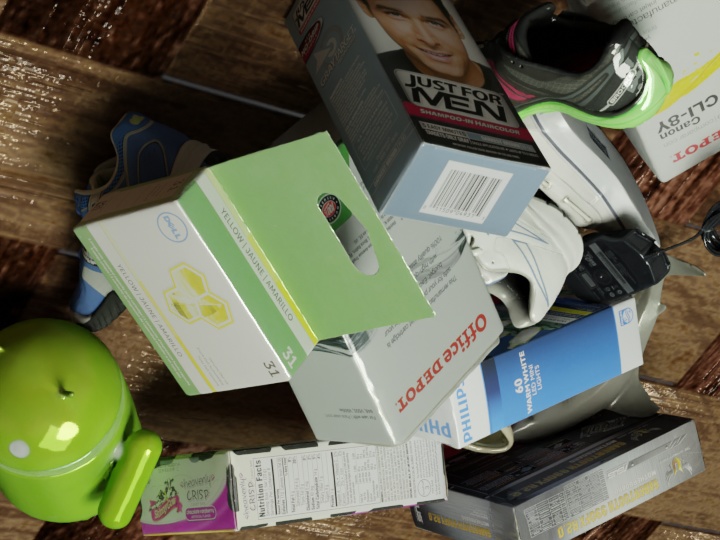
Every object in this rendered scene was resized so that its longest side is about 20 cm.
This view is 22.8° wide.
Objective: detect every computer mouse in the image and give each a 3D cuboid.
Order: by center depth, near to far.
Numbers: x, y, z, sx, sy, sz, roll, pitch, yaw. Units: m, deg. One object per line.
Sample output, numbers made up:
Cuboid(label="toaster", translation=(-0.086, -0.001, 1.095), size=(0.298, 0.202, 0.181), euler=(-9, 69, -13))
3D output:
Cuboid(label="computer mouse", translation=(0.226, -0.023, 1.317), size=(0.199, 0.034, 0.059), euler=(-22, 114, 45))

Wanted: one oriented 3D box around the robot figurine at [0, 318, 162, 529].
Cuboid(label="robot figurine", translation=(-0.221, 0.109, 1.289), size=(0.116, 0.175, 0.200), euler=(-55, 163, -22))

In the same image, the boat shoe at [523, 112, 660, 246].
Cuboid(label="boat shoe", translation=(0.162, -0.067, 1.347), size=(0.065, 0.072, 0.200), euler=(-28, 142, 19))

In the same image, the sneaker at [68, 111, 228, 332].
Cuboid(label="sneaker", translation=(-0.162, -0.034, 1.238), size=(0.077, 0.076, 0.200), euler=(36, 130, -1))

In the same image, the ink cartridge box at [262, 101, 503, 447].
Cuboid(label="ink cartridge box", translation=(0.000, 0.000, 1.224), size=(0.147, 0.083, 0.201), euler=(-42, 118, -38))

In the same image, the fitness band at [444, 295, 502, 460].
Cuboid(label="fitness band", translation=(0.057, 0.096, 1.488), size=(0.143, 0.038, 0.200), euler=(28, 116, -39))

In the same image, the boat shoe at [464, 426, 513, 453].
Cuboid(label="boat shoe", translation=(0.040, 0.096, 1.411), size=(0.199, 0.063, 0.071), euler=(22, 122, -34))

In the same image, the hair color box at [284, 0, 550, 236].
Cuboid(label="hair color box", translation=(0.033, -0.114, 1.138), size=(0.099, 0.201, 0.061), euler=(9, 128, -32))

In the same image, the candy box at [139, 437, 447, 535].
Cuboid(label="candy box", translation=(-0.051, 0.161, 1.360), size=(0.199, 0.061, 0.136), euler=(-1, 173, -37))

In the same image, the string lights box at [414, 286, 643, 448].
Cuboid(label="string lights box", translation=(0.110, 0.070, 1.361), size=(0.199, 0.102, 0.059), euler=(-20, 107, -36))

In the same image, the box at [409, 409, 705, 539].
Cuboid(label="box", translation=(0.161, 0.170, 1.488), size=(0.199, 0.158, 0.049), euler=(-21, 104, -30))

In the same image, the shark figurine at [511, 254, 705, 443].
Cuboid(label="shark figurine", translation=(0.226, 0.074, 1.496), size=(0.215, 0.089, 0.128), euler=(-54, 152, 17))

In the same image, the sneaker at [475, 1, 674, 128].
Cuboid(label="sneaker", translation=(0.113, -0.143, 1.192), size=(0.199, 0.077, 0.084), euler=(1, 139, 37))

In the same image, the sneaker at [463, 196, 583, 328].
Cuboid(label="sneaker", translation=(0.082, -0.038, 1.289), size=(0.200, 0.087, 0.074), euler=(38, 142, -21))

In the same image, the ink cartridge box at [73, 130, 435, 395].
Cuboid(label="ink cartridge box", translation=(-0.069, 0.001, 1.126), size=(0.199, 0.048, 0.146), euler=(-11, 120, 42))

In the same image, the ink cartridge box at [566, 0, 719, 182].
Cuboid(label="ink cartridge box", translation=(0.233, -0.178, 1.256), size=(0.145, 0.084, 0.200), euler=(-29, 138, 5))
